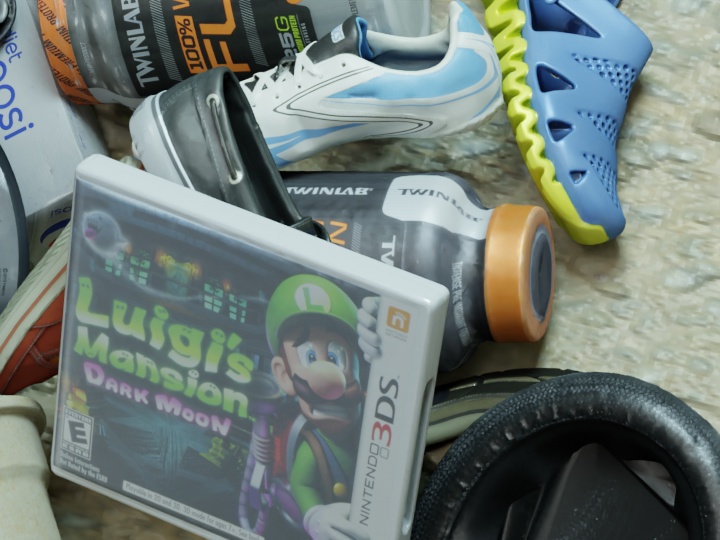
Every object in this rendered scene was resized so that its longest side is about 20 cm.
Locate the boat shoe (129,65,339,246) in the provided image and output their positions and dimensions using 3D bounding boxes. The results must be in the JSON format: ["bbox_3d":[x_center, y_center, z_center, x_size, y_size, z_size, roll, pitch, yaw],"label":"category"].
[{"bbox_3d":[-0.043,-0.008,1.458,0.056,0.069,0.201,-31,90,22],"label":"boat shoe"}]

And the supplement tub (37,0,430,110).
[{"bbox_3d":[-0.069,-0.152,1.608,0.199,0.123,0.123,-9,68,15],"label":"supplement tub"}]

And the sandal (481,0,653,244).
[{"bbox_3d":[0.116,-0.110,1.562,0.087,0.080,0.201,-14,68,8],"label":"sandal"}]

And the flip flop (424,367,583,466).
[{"bbox_3d":[0.056,0.089,1.512,0.199,0.081,0.058,-8,97,10],"label":"flip flop"}]

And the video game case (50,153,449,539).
[{"bbox_3d":[-0.059,0.056,1.430,0.199,0.023,0.183,21,122,21],"label":"video game case"}]

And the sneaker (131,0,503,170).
[{"bbox_3d":[-0.026,-0.093,1.527,0.199,0.072,0.073,-13,111,7],"label":"sneaker"}]

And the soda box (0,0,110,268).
[{"bbox_3d":[-0.198,-0.107,1.663,0.068,0.063,0.201,-26,65,9],"label":"soda box"}]

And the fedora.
[{"bbox_3d":[0.117,0.151,1.447,0.199,0.091,0.202,-4,82,26],"label":"fedora"}]

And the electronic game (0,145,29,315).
[{"bbox_3d":[-0.263,-0.012,1.625,0.199,0.042,0.201,3,95,34],"label":"electronic game"}]

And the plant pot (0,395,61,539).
[{"bbox_3d":[-0.216,0.193,1.505,0.200,0.200,0.184,-29,76,5],"label":"plant pot"}]

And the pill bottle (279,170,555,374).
[{"bbox_3d":[0.000,0.000,1.539,0.199,0.106,0.107,1,71,18],"label":"pill bottle"}]

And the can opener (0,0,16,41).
[{"bbox_3d":[-0.228,-0.204,1.612,0.078,0.063,0.201,4,94,18],"label":"can opener"}]

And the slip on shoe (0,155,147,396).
[{"bbox_3d":[-0.150,0.026,1.516,0.061,0.074,0.200,35,122,-11],"label":"slip on shoe"}]
